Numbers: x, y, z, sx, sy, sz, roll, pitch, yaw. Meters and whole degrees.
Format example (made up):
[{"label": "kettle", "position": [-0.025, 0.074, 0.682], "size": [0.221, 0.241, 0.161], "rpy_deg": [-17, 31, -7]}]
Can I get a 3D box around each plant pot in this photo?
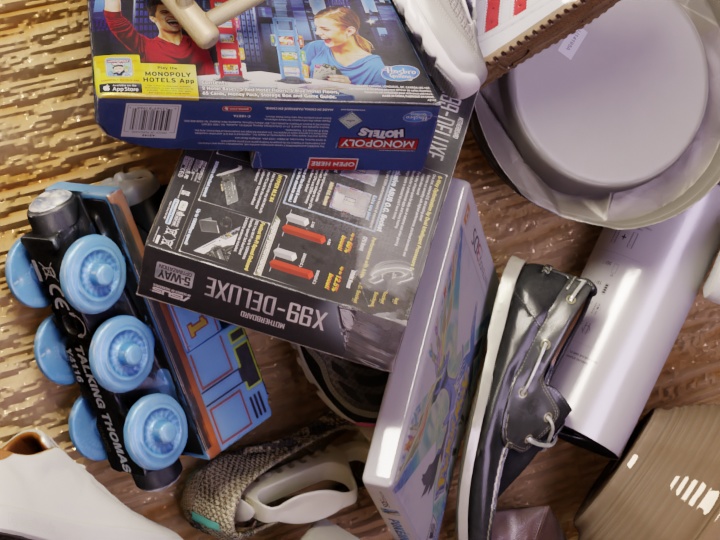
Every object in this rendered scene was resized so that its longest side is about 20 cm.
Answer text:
[{"label": "plant pot", "position": [0.212, 0.160, 1.790], "size": [0.093, 0.201, 0.201], "rpy_deg": [36, 75, 1]}]

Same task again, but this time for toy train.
[{"label": "toy train", "position": [-0.135, 0.032, 1.561], "size": [0.114, 0.086, 0.201], "rpy_deg": [-35, 115, -35]}]

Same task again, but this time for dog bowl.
[{"label": "dog bowl", "position": [0.157, -0.125, 1.714], "size": [0.199, 0.059, 0.201], "rpy_deg": [1, 88, -17]}]

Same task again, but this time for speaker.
[{"label": "speaker", "position": [0.183, 0.026, 1.781], "size": [0.081, 0.081, 0.201], "rpy_deg": [32, 80, -35]}]

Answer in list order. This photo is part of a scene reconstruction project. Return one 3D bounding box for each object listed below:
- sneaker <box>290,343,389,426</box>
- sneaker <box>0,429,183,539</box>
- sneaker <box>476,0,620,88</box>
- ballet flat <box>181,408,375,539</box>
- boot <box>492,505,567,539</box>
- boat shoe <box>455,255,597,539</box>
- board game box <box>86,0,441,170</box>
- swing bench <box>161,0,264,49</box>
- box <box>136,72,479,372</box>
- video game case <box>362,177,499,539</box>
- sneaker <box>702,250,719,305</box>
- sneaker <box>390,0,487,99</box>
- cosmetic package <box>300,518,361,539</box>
[{"label": "sneaker", "position": [0.000, 0.000, 1.627], "size": [0.073, 0.087, 0.201], "rpy_deg": [-8, 93, -28]}, {"label": "sneaker", "position": [-0.171, 0.140, 1.562], "size": [0.200, 0.073, 0.085], "rpy_deg": [27, 48, -50]}, {"label": "sneaker", "position": [0.084, -0.187, 1.628], "size": [0.199, 0.071, 0.113], "rpy_deg": [-31, 78, 6]}, {"label": "ballet flat", "position": [-0.018, 0.127, 1.662], "size": [0.199, 0.075, 0.068], "rpy_deg": [-23, 121, -30]}, {"label": "boot", "position": [0.055, 0.240, 1.741], "size": [0.186, 0.064, 0.201], "rpy_deg": [20, 90, -49]}, {"label": "boat shoe", "position": [0.104, 0.095, 1.709], "size": [0.067, 0.072, 0.201], "rpy_deg": [15, 86, 4]}, {"label": "board game box", "position": [-0.066, -0.155, 1.535], "size": [0.199, 0.201, 0.062], "rpy_deg": [1, 140, -12]}, {"label": "swing bench", "position": [-0.076, -0.265, 1.493], "size": [0.198, 0.200, 0.130], "rpy_deg": [-31, 143, -26]}, {"label": "box", "position": [-0.028, -0.050, 1.532], "size": [0.157, 0.050, 0.201], "rpy_deg": [17, 50, 1]}, {"label": "video game case", "position": [0.048, 0.067, 1.639], "size": [0.182, 0.022, 0.201], "rpy_deg": [66, 37, -67]}, {"label": "sneaker", "position": [0.317, -0.010, 1.801], "size": [0.200, 0.118, 0.074], "rpy_deg": [-37, 154, -54]}, {"label": "sneaker", "position": [0.049, -0.199, 1.560], "size": [0.082, 0.075, 0.201], "rpy_deg": [-17, 68, 4]}, {"label": "cosmetic package", "position": [-0.051, 0.251, 1.588], "size": [0.200, 0.071, 0.106], "rpy_deg": [-49, 166, -54]}]
